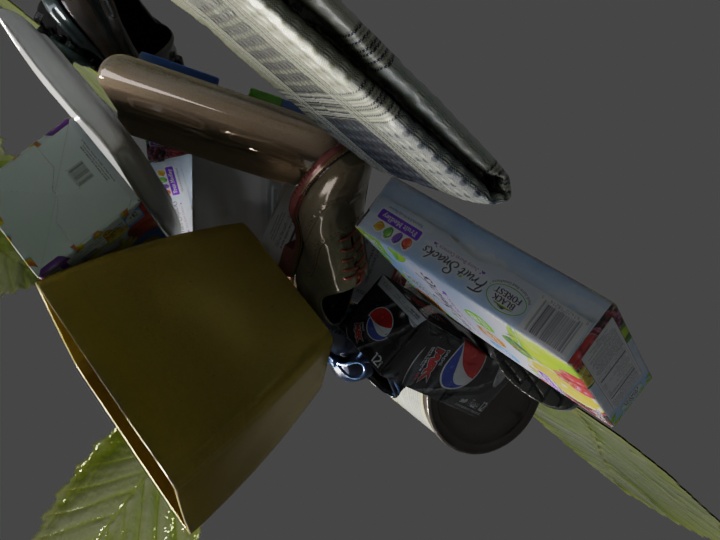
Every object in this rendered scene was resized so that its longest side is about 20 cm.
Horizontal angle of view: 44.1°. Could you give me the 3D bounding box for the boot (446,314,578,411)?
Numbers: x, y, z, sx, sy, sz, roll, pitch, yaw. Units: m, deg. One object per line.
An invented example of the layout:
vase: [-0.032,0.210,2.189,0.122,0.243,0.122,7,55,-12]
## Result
boot: [0.168,0.079,0.808,0.130,0.068,0.200,37,-175,-34]

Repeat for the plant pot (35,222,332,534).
plant pot: [-0.136,0.077,0.775,0.200,0.176,0.200,50,158,16]

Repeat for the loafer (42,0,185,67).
loafer: [-0.197,-0.202,0.788,0.200,0.062,0.072,43,-143,-59]

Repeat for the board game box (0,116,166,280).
board game box: [-0.240,-0.028,0.807,0.105,0.103,0.200,48,170,17]

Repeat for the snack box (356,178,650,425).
snack box: [0.105,0.023,0.654,0.200,0.053,0.142,35,174,35]

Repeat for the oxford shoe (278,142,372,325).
oxford shoe: [-0.014,-0.028,0.715,0.075,0.070,0.200,50,153,19]

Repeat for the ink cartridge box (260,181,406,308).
ink cartridge box: [0.000,0.000,0.906,0.175,0.084,0.200,23,174,7]

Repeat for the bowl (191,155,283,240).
bowl: [-0.127,-0.066,0.961,0.074,0.201,0.200,-1,178,4]

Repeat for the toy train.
toy train: [-0.270,-0.238,0.914,0.114,0.086,0.200,29,-178,-40]

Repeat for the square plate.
square plate: [-0.244,-0.133,0.828,0.198,0.028,0.200,48,170,19]

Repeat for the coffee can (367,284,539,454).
coffee can: [0.098,0.109,1.047,0.146,0.147,0.200,40,175,-26]

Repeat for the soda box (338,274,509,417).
soda box: [0.068,0.076,0.826,0.071,0.063,0.200,46,-171,36]

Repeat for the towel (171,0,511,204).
towel: [-0.019,-0.117,0.525,0.200,0.035,0.192,37,179,-22]

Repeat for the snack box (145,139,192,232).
snack box: [-0.202,-0.105,1.000,0.201,0.053,0.143,88,166,-52]

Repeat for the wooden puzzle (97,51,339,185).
wooden puzzle: [-0.116,-0.129,0.744,0.184,0.047,0.200,17,174,-10]

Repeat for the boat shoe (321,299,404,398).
boat shoe: [0.001,0.081,0.876,0.084,0.069,0.200,15,168,46]
